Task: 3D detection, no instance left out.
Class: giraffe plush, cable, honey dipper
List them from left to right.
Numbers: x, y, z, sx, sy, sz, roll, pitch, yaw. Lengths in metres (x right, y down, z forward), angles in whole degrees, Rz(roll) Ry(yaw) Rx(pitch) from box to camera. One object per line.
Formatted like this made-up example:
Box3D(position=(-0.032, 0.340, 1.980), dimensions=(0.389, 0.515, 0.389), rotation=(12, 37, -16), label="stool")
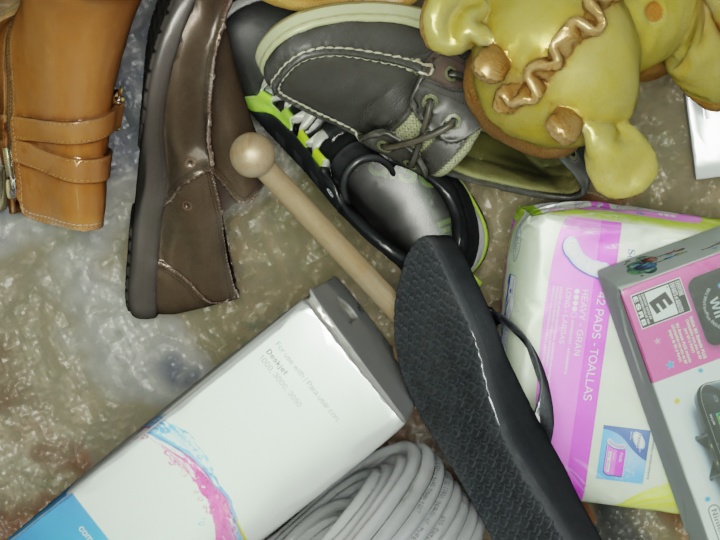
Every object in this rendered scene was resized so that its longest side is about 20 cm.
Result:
Box3D(position=(-0.023, 0.173, 1.077), dimensions=(0.200, 0.200, 0.069), rotation=(-43, 94, 1), label="cable")
Box3D(position=(0.000, 0.000, 1.094), dimensions=(0.038, 0.038, 0.200), rotation=(-38, 122, 7), label="honey dipper")
Box3D(position=(0.112, -0.116, 1.005), dimensions=(0.172, 0.200, 0.162), rotation=(26, 65, 21), label="giraffe plush")

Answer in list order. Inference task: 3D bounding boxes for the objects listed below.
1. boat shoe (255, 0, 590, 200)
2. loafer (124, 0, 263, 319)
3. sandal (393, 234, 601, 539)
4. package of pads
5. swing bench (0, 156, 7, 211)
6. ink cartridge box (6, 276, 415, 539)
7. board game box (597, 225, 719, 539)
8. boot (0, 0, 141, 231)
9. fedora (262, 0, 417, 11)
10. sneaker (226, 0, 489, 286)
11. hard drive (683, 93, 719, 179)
Box3D(position=(0.041, -0.080, 1.068), dimensions=(0.072, 0.200, 0.066), rotation=(-42, 49, 40), label="boat shoe")
Box3D(position=(-0.082, -0.068, 1.122), dimensions=(0.071, 0.073, 0.200), rotation=(5, 118, -7), label="loafer")
Box3D(position=(0.071, 0.076, 1.053), dimensions=(0.043, 0.076, 0.200), rotation=(-14, 71, -31), label="sandal")
Box3D(position=(0.169, 0.046, 1.108), dimensions=(0.199, 0.068, 0.155), rotation=(8, 95, -3), label="package of pads")
Box3D(position=(-0.271, -0.027, 1.087), dimensions=(0.130, 0.199, 0.200), rotation=(34, 97, 2), label="swing bench")
Box3D(position=(-0.069, 0.099, 1.103), dimensions=(0.200, 0.145, 0.085), rotation=(-40, 90, 7), label="ink cartridge box")
Box3D(position=(0.236, 0.037, 1.045), dimensions=(0.200, 0.064, 0.148), rotation=(-21, 96, -3), label="board game box")
Box3D(position=(-0.140, -0.097, 1.080), dimensions=(0.073, 0.200, 0.155), rotation=(1, 93, -19), label="boot")
Box3D(position=(-0.017, -0.179, 1.025), dimensions=(0.200, 0.201, 0.082), rotation=(-5, 63, 6), label="fedora")
Box3D(position=(0.000, -0.070, 1.116), dimensions=(0.072, 0.083, 0.200), rotation=(-44, 89, 6), label="sneaker")
Box3D(position=(0.266, -0.126, 1.115), dimensions=(0.199, 0.027, 0.132), rotation=(-8, 93, 7), label="hard drive")
